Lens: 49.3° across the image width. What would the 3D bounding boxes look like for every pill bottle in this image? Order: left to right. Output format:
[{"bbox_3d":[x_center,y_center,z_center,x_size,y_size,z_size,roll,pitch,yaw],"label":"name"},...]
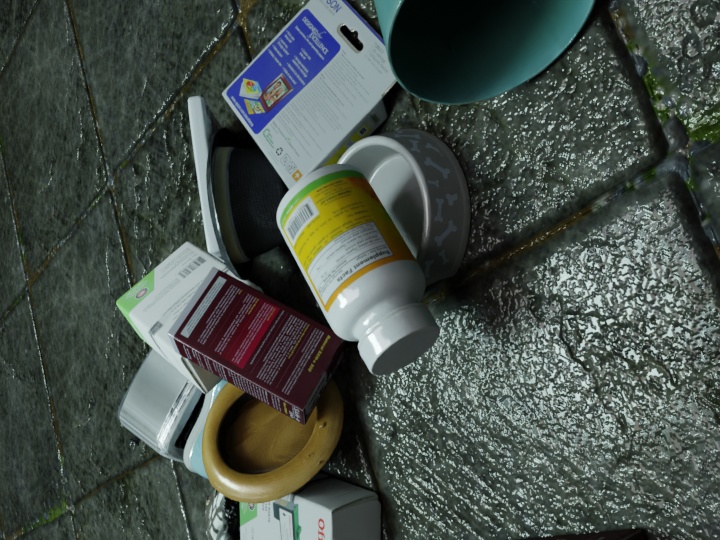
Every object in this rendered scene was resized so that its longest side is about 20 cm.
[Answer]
[{"bbox_3d":[0.000,0.000,0.811,0.111,0.109,0.202,-50,59,36],"label":"pill bottle"}]

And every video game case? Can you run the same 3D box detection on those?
[{"bbox_3d":[-0.198,-0.115,1.086,0.182,0.023,0.206,87,174,-85],"label":"video game case"}]

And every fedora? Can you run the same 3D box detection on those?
[{"bbox_3d":[-0.133,-0.093,1.021,0.089,0.201,0.206,-10,84,6],"label":"fedora"},{"bbox_3d":[-0.107,0.213,1.016,0.195,0.082,0.205,-9,56,13],"label":"fedora"}]

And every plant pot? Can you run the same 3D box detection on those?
[{"bbox_3d":[0.095,-0.285,0.719,0.200,0.197,0.164,-44,53,39],"label":"plant pot"}]

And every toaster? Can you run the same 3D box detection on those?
[{"bbox_3d":[-0.273,0.197,1.177,0.128,0.113,0.203,24,81,39],"label":"toaster"}]

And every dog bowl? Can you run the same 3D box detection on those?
[{"bbox_3d":[0.033,-0.061,0.894,0.197,0.058,0.206,5,97,47],"label":"dog bowl"}]

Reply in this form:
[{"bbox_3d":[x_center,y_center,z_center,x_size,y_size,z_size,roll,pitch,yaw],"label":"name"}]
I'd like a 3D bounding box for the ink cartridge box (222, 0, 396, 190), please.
[{"bbox_3d":[-0.055,-0.224,0.970,0.199,0.047,0.199,-42,59,8],"label":"ink cartridge box"}]

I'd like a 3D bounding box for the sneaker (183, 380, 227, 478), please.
[{"bbox_3d":[-0.179,0.199,1.113,0.081,0.073,0.205,14,84,41],"label":"sneaker"}]

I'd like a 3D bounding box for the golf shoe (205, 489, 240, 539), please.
[{"bbox_3d":[-0.196,0.339,1.159,0.094,0.077,0.205,29,112,42],"label":"golf shoe"}]

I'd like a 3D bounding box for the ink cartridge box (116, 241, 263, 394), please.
[{"bbox_3d":[-0.233,0.062,1.119,0.198,0.145,0.085,28,152,43],"label":"ink cartridge box"}]

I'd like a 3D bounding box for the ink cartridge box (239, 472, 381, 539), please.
[{"bbox_3d":[-0.069,0.345,1.013,0.197,0.083,0.150,2,95,48],"label":"ink cartridge box"}]

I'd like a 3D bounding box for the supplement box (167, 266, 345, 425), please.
[{"bbox_3d":[-0.128,0.093,0.980,0.197,0.110,0.061,27,154,12],"label":"supplement box"}]

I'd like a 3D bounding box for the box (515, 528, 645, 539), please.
[{"bbox_3d":[0.158,0.345,0.706,0.198,0.163,0.168,-26,75,45],"label":"box"}]
